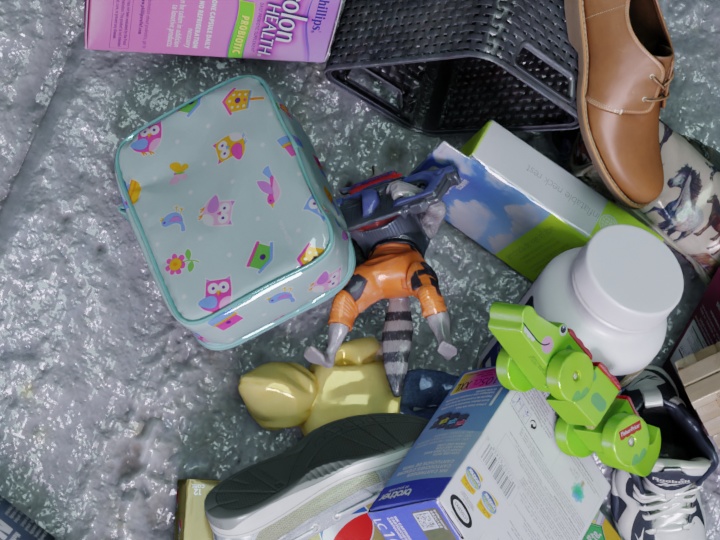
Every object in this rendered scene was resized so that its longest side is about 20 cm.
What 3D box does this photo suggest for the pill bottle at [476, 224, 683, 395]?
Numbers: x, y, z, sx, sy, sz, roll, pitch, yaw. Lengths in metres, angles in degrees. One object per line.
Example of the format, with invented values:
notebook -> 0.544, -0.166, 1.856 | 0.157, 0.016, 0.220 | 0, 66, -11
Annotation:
pill bottle -> 0.177, 0.051, 1.239 | 0.111, 0.200, 0.112 | 10, 55, -14

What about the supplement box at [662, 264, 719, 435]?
supplement box -> 0.349, 0.043, 1.285 | 0.110, 0.201, 0.086 | 4, 41, -19

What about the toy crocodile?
toy crocodile -> 0.163, 0.089, 1.154 | 0.200, 0.067, 0.062 | 48, 65, -26

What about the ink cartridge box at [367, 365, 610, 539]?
ink cartridge box -> 0.094, 0.182, 1.163 | 0.137, 0.076, 0.200 | 56, 43, -17

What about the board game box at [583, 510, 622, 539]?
board game box -> 0.126, 0.239, 1.249 | 0.135, 0.034, 0.200 | 53, 47, -2

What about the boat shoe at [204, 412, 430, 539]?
boat shoe -> -0.025, 0.168, 1.190 | 0.201, 0.074, 0.065 | -23, 119, -28

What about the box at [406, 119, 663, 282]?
box -> 0.139, -0.047, 1.297 | 0.200, 0.122, 0.048 | 34, 66, -6

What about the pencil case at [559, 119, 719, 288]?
pencil case -> 0.262, -0.060, 1.308 | 0.200, 0.078, 0.090 | 38, 82, -21

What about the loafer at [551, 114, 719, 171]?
loafer -> 0.266, -0.092, 1.364 | 0.199, 0.063, 0.072 | 22, 77, -8

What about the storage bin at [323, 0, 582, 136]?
storage bin -> 0.084, -0.180, 1.254 | 0.135, 0.200, 0.094 | 27, 74, -39

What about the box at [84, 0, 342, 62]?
box -> -0.123, -0.271, 1.258 | 0.199, 0.097, 0.177 | 1, 58, -12

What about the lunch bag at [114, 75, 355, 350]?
lunch bag -> -0.105, -0.046, 1.226 | 0.160, 0.077, 0.201 | -30, 60, 8

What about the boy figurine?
boy figurine -> -0.003, 0.116, 1.270 | 0.199, 0.064, 0.125 | 4, 76, -11

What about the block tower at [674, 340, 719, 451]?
block tower -> 0.316, 0.132, 1.261 | 0.058, 0.200, 0.054 | -25, 43, 11

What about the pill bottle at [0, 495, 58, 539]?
pill bottle -> -0.281, 0.236, 1.160 | 0.200, 0.120, 0.120 | 38, 75, -5

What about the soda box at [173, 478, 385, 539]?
soda box -> -0.048, 0.204, 1.244 | 0.199, 0.068, 0.064 | 4, 81, -12

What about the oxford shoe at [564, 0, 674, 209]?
oxford shoe -> 0.210, -0.139, 1.190 | 0.071, 0.071, 0.201 | -33, 117, -40

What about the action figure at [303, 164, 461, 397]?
action figure -> 0.000, 0.000, 1.265 | 0.199, 0.105, 0.194 | -12, 49, 21

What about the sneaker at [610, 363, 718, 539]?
sneaker -> 0.249, 0.180, 1.268 | 0.079, 0.130, 0.200 | -4, 93, 3
